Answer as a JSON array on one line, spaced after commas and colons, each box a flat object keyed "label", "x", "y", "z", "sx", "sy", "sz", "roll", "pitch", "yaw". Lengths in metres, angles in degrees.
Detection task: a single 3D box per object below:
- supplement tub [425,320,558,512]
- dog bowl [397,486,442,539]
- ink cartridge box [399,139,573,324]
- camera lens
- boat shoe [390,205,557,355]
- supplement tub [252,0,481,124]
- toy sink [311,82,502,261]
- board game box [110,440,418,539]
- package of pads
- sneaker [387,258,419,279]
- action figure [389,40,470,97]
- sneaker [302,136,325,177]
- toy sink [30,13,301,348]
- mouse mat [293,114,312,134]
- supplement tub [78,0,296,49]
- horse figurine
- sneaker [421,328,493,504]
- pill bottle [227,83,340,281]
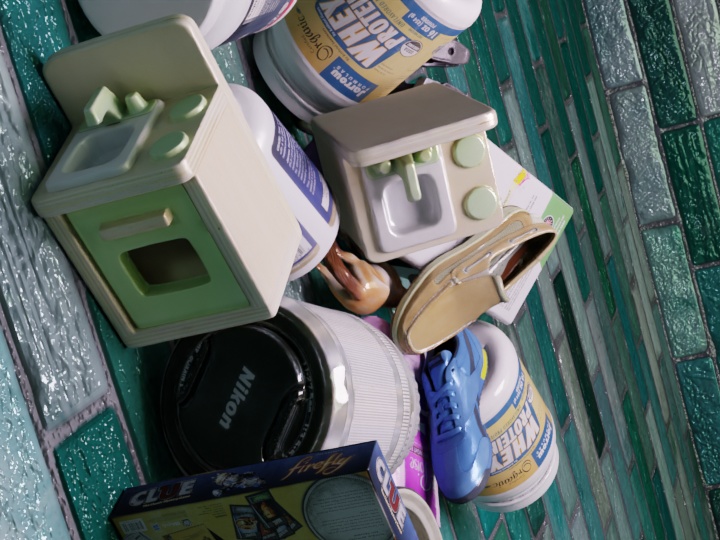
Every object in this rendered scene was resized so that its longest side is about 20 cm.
[{"label": "supplement tub", "x": 0.134, "y": 0.166, "z": 1.528, "sx": 0.201, "sy": 0.143, "sz": 0.146, "roll": 56, "pitch": 29, "yaw": -42}, {"label": "dog bowl", "x": 0.008, "y": 0.295, "z": 1.218, "sx": 0.200, "sy": 0.073, "sz": 0.203, "roll": 18, "pitch": 70, "yaw": -61}, {"label": "ink cartridge box", "x": 0.110, "y": -0.054, "z": 1.424, "sx": 0.199, "sy": 0.084, "sz": 0.146, "roll": 32, "pitch": 88, "yaw": -42}, {"label": "camera lens", "x": -0.052, "y": 0.106, "z": 1.083, "sx": 0.200, "sy": 0.158, "sz": 0.162, "roll": 19, "pitch": 60, "yaw": -65}, {"label": "boat shoe", "x": 0.115, "y": 0.013, "z": 1.346, "sx": 0.200, "sy": 0.076, "sz": 0.072, "roll": -46, "pitch": 129, "yaw": -15}, {"label": "supplement tub", "x": 0.004, "y": -0.246, "z": 1.330, "sx": 0.144, "sy": 0.199, "sz": 0.146, "roll": 35, "pitch": 34, "yaw": -28}, {"label": "toy sink", "x": 0.045, "y": -0.085, "z": 1.209, "sx": 0.200, "sy": 0.129, "sz": 0.113, "roll": -133, "pitch": -154, "yaw": -71}, {"label": "board game box", "x": -0.059, "y": 0.199, "z": 0.958, "sx": 0.035, "sy": 0.198, "sz": 0.137, "roll": -68, "pitch": 140, "yaw": -58}, {"label": "package of pads", "x": 0.023, "y": 0.157, "z": 1.365, "sx": 0.120, "sy": 0.075, "sz": 0.202, "roll": 35, "pitch": 46, "yaw": -55}, {"label": "sneaker", "x": 0.059, "y": -0.078, "z": 1.518, "sx": 0.074, "sy": 0.117, "sz": 0.203, "roll": -35, "pitch": 126, "yaw": -58}, {"label": "action figure", "x": 0.035, "y": -0.207, "z": 1.460, "sx": 0.069, "sy": 0.199, "sz": 0.132, "roll": 2, "pitch": 97, "yaw": -38}, {"label": "sneaker", "x": -0.004, "y": -0.107, "z": 1.393, "sx": 0.075, "sy": 0.088, "sz": 0.200, "roll": 38, "pitch": 16, "yaw": 13}, {"label": "toy sink", "x": -0.147, "y": -0.058, "z": 0.978, "sx": 0.113, "sy": 0.129, "sz": 0.201, "roll": -74, "pitch": 146, "yaw": -50}, {"label": "mouse mat", "x": -0.051, "y": -0.239, "z": 1.495, "sx": 0.161, "sy": 0.007, "sz": 0.203, "roll": 13, "pitch": 67, "yaw": -67}, {"label": "supplement tub", "x": -0.133, "y": -0.251, "z": 1.105, "sx": 0.200, "sy": 0.139, "sz": 0.142, "roll": -44, "pitch": 119, "yaw": -65}, {"label": "horse figurine", "x": 0.000, "y": 0.000, "z": 1.370, "sx": 0.133, "sy": 0.050, "sz": 0.200, "roll": 51, "pitch": 15, "yaw": 13}, {"label": "sneaker", "x": 0.087, "y": 0.135, "z": 1.360, "sx": 0.078, "sy": 0.065, "sz": 0.202, "roll": 46, "pitch": 34, "yaw": -39}, {"label": "pill bottle", "x": -0.104, "y": -0.083, "z": 1.124, "sx": 0.200, "sy": 0.110, "sz": 0.112, "roll": 51, "pitch": 33, "yaw": -50}]
